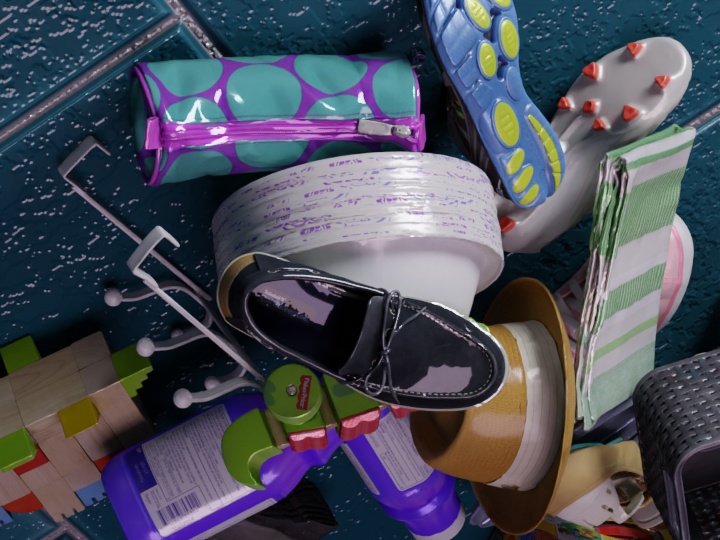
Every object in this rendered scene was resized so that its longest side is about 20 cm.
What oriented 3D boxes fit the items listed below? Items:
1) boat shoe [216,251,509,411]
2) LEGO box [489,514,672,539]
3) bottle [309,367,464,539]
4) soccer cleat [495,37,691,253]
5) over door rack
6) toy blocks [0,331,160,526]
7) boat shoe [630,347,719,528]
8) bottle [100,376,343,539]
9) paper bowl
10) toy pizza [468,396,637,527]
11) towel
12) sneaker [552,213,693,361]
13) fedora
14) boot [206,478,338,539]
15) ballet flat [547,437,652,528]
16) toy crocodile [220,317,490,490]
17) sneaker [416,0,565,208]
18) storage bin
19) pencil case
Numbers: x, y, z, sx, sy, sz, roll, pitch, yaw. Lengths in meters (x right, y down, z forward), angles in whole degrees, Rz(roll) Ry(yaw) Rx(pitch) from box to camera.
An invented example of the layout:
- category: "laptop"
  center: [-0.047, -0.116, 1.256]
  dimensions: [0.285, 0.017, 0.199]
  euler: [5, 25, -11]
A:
- category: "boat shoe"
  center: [0.004, 0.043, 1.350]
  dimensions: [0.200, 0.062, 0.075]
  euler: [21, 93, -12]
- category: "LEGO box"
  center: [0.201, 0.279, 1.828]
  dimensions: [0.200, 0.077, 0.149]
  euler: [10, 124, -26]
- category: "bottle"
  center: [0.026, 0.138, 1.639]
  dimensions: [0.065, 0.084, 0.200]
  euler: [-26, 130, 5]
- category: "soccer cleat"
  center: [0.167, -0.091, 1.534]
  dimensions: [0.200, 0.069, 0.078]
  euler: [-45, 148, 16]
- category: "over door rack"
  center: [-0.139, 0.020, 1.454]
  dimensions: [0.067, 0.148, 0.200]
  euler: [-36, 132, -5]
- category: "toy blocks"
  center: [-0.230, 0.131, 1.559]
  dimensions: [0.200, 0.100, 0.137]
  euler: [-25, 143, -1]
- category: "boat shoe"
  center: [0.277, 0.138, 1.748]
  dimensions: [0.060, 0.074, 0.200]
  euler: [-11, 138, -34]
- category: "bottle"
  center: [-0.085, 0.132, 1.518]
  dimensions: [0.200, 0.084, 0.065]
  euler: [-28, 161, 1]
- category: "paper bowl"
  center: [0.000, 0.000, 1.459]
  dimensions: [0.200, 0.105, 0.201]
  euler: [-6, 163, -2]
- category: "toy pizza"
  center: [0.165, 0.138, 1.682]
  dimensions: [0.200, 0.032, 0.200]
  euler: [-32, 165, -10]
- category: "towel"
  center: [0.195, 0.002, 1.503]
  dimensions: [0.152, 0.023, 0.200]
  euler: [-25, 124, -59]
- category: "sneaker"
  center: [0.171, 0.040, 1.605]
  dimensions: [0.105, 0.075, 0.200]
  euler: [-11, 142, -52]
- category: "fedora"
  center: [0.087, 0.096, 1.516]
  dimensions: [0.082, 0.201, 0.201]
  euler: [4, 126, -17]
- category: "boot"
  center: [-0.114, 0.213, 1.646]
  dimensions: [0.132, 0.070, 0.200]
  euler: [-41, 143, 14]
- category: "ballet flat"
  center: [0.184, 0.166, 1.620]
  dimensions: [0.069, 0.063, 0.200]
  euler: [-39, 165, 22]
- category: "toy crocodile"
  center: [-0.002, 0.085, 1.419]
  dimensions: [0.200, 0.062, 0.068]
  euler: [-22, 161, -5]
- category: "sneaker"
  center: [0.076, -0.131, 1.456]
  dimensions: [0.071, 0.083, 0.200]
  euler: [-38, 121, -26]
- category: "storage bin"
  center: [0.312, 0.125, 1.543]
  dimensions: [0.200, 0.094, 0.135]
  euler: [-17, 128, -4]
- category: "pencil case"
  center: [-0.055, -0.104, 1.418]
  dimensions: [0.200, 0.092, 0.085]
  euler: [-5, 110, -14]
